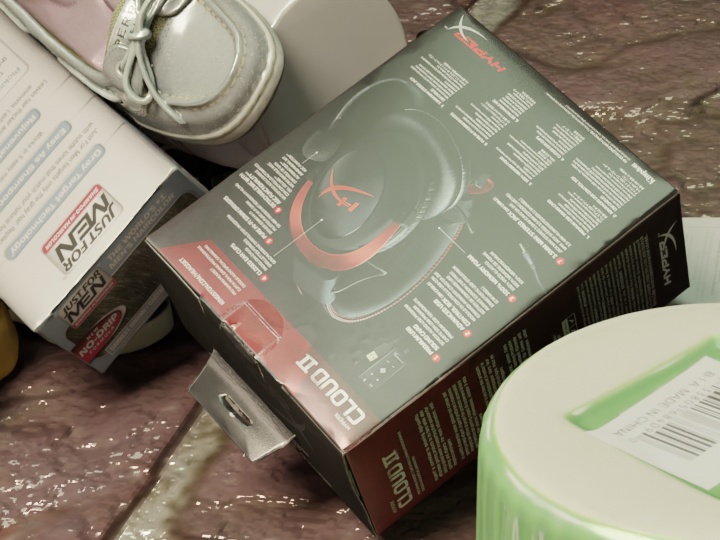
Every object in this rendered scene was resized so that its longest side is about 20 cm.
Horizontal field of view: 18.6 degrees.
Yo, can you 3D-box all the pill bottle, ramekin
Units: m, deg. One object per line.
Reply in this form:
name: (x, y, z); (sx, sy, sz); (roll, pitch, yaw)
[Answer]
pill bottle: (-0.074, -0.115, 1.102); (0.113, 0.114, 0.200); (-24, 29, -33)
ramekin: (0.134, 0.094, 0.816); (0.199, 0.098, 0.200); (-5, 27, 2)

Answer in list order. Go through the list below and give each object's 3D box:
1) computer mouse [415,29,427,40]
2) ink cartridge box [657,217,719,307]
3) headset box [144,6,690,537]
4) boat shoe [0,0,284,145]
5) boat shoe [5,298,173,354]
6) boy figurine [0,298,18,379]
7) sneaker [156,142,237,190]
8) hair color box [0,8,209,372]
computer mouse: (0.065, -0.044, 1.053); (0.046, 0.141, 0.200); (-22, 22, 20)
ink cartridge box: (0.214, 0.025, 0.980); (0.199, 0.060, 0.104); (1, 29, 14)
headset box: (0.017, 0.003, 0.935); (0.200, 0.075, 0.149); (-38, 56, -13)
boat shoe: (-0.115, -0.118, 1.013); (0.202, 0.075, 0.065); (37, 10, 38)
boat shoe: (-0.182, -0.010, 1.127); (0.200, 0.061, 0.072); (12, 32, 30)
boy figurine: (-0.227, 0.040, 0.999); (0.124, 0.065, 0.200); (-33, -7, 40)
sneaker: (-0.066, -0.077, 1.220); (0.199, 0.076, 0.115); (-14, 30, -11)
hair color box: (-0.162, -0.052, 1.057); (0.099, 0.061, 0.200); (-49, 54, 0)
